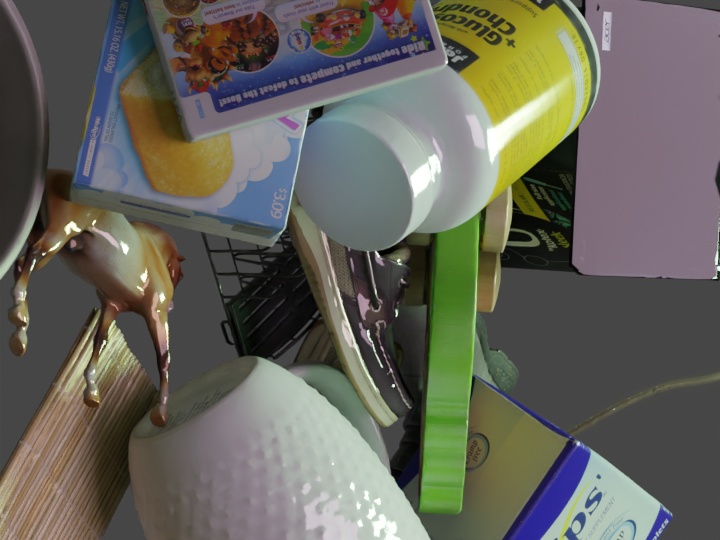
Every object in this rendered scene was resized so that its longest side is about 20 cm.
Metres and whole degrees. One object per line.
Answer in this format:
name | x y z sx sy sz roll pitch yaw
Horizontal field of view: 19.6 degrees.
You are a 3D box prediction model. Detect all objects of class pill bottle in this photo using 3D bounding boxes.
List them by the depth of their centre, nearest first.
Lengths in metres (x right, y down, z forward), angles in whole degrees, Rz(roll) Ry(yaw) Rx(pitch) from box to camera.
pill bottle | 0.048 -0.090 1.206 0.200 0.112 0.112 -40 125 -46

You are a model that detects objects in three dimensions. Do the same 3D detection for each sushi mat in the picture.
sushi mat | -0.170 0.128 1.184 0.200 0.012 0.096 -65 143 -33

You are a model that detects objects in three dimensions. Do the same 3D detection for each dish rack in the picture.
dish rack | -0.050 -0.046 1.329 0.153 0.055 0.200 -45 129 -47

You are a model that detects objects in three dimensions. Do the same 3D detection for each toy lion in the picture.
toy lion | 0.056 0.056 1.338 0.200 0.069 0.192 90 3 -71

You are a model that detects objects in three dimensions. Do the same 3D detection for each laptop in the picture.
laptop | 0.194 -0.083 1.386 0.200 0.103 0.177 -11 104 -84

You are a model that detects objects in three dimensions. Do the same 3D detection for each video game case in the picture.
video game case | -0.051 -0.181 1.078 0.018 0.143 0.200 153 -80 -78

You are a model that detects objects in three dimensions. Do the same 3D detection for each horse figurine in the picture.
horse figurine | -0.154 -0.001 1.158 0.200 0.050 0.133 40 46 -45

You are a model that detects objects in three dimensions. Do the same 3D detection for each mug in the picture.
mug | -0.042 0.134 1.244 0.175 0.148 0.200 59 37 -13

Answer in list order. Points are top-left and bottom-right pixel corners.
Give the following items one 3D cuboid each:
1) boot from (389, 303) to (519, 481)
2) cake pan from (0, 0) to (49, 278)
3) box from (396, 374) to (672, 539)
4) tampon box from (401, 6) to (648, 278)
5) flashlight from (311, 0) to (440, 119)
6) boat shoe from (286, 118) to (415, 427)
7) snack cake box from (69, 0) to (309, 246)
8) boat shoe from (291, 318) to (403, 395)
boot | 0.045 0.094 1.492 0.200 0.070 0.132 44 62 -45
cake pan | -0.235 -0.072 1.018 0.200 0.037 0.200 3 87 -52
box | 0.104 0.200 1.489 0.184 0.105 0.200 -56 144 -2
tampon box | 0.098 -0.087 1.429 0.150 0.200 0.126 45 55 -50
flashlight | 0.030 -0.162 1.346 0.068 0.068 0.200 41 43 -8
boat shoe | 0.000 0.000 1.264 0.072 0.065 0.200 -113 -178 -74
snack cake box | -0.078 -0.124 1.113 0.067 0.115 0.200 138 -36 -78
boat shoe | -0.030 0.126 1.349 0.072 0.065 0.200 71 38 -57
